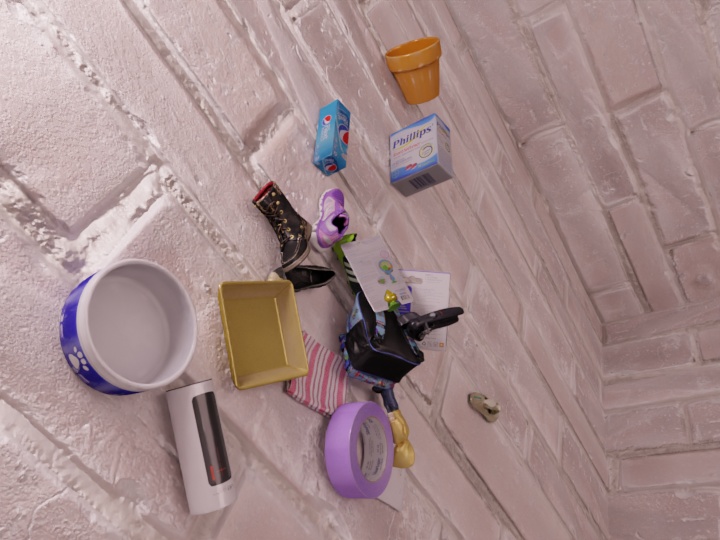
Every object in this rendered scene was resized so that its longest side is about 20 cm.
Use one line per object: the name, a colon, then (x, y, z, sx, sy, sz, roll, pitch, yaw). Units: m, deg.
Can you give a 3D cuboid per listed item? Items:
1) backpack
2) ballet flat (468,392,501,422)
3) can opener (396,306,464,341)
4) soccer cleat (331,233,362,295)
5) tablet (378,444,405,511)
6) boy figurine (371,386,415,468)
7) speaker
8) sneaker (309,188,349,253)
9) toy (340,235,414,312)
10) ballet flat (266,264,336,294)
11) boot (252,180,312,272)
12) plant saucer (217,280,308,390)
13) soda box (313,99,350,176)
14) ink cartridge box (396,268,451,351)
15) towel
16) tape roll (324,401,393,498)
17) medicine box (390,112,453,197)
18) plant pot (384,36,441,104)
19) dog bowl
backpack: (0.036, 0.157, 1.387, 0.181, 0.135, 0.202, 23, 33, -35)
ballet flat: (0.431, 0.457, 1.923, 0.199, 0.069, 0.071, 36, 46, -43)
can opener: (0.179, 0.117, 1.384, 0.197, 0.064, 0.079, -10, 58, -36)
soccer cleat: (0.000, 0.000, 1.482, 0.202, 0.080, 0.068, 63, 34, -14)
tablet: (0.077, 0.473, 1.428, 0.130, 0.013, 0.203, 44, 41, -36)
boy figurine: (0.083, 0.377, 1.409, 0.124, 0.063, 0.204, 62, 13, -76)
speaker: (-0.261, 0.288, 0.948, 0.081, 0.080, 0.204, -4, 78, -56)
sneaker: (-0.062, -0.134, 1.451, 0.081, 0.087, 0.202, 46, 39, -31)
toy: (0.036, 0.015, 1.405, 0.113, 0.048, 0.202, -13, 57, -27)
ballet flat: (-0.133, 0.014, 1.294, 0.199, 0.056, 0.068, -13, 85, -53)
boot: (-0.173, -0.099, 1.259, 0.151, 0.072, 0.201, 53, 23, -25)
plant saucer: (-0.200, 0.124, 1.143, 0.198, 0.048, 0.204, 0, 76, -53)
soda box: (-0.075, -0.359, 1.559, 0.064, 0.067, 0.203, 35, 47, -42)
ink cartridge box: (0.130, 0.097, 1.481, 0.043, 0.194, 0.205, -38, 132, -80)
towel: (-0.086, 0.237, 1.283, 0.200, 0.030, 0.149, 41, 44, -40)
tape roll: (0.001, 0.396, 1.281, 0.199, 0.065, 0.204, 30, 55, -54)
medicine box: (0.194, -0.370, 1.866, 0.102, 0.180, 0.204, 32, 49, -45)
plant pot: (0.204, -0.704, 2.060, 0.201, 0.196, 0.186, -61, 140, -49)
dog bowl: (-0.356, 0.089, 0.902, 0.199, 0.078, 0.204, 31, 50, -46)
